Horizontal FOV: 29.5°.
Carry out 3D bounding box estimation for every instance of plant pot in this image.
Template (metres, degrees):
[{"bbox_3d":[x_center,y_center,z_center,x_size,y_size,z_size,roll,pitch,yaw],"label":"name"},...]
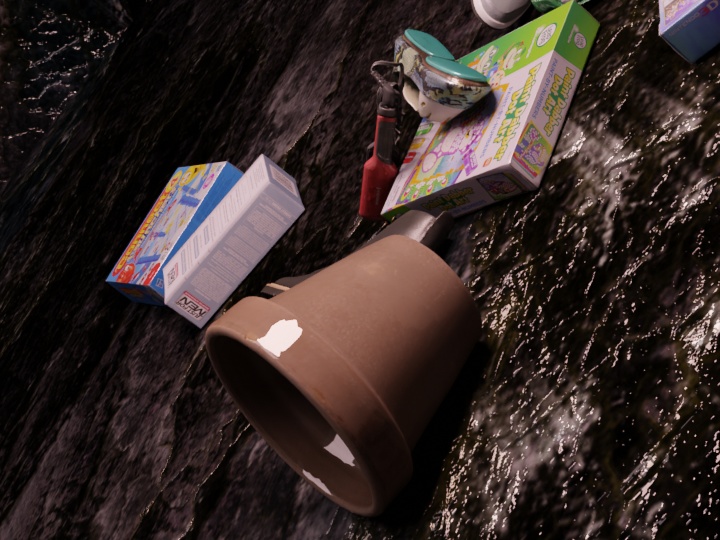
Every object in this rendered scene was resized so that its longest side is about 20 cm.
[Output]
[{"bbox_3d":[0.003,0.067,1.098,0.174,0.201,0.200,-42,19,-20],"label":"plant pot"}]

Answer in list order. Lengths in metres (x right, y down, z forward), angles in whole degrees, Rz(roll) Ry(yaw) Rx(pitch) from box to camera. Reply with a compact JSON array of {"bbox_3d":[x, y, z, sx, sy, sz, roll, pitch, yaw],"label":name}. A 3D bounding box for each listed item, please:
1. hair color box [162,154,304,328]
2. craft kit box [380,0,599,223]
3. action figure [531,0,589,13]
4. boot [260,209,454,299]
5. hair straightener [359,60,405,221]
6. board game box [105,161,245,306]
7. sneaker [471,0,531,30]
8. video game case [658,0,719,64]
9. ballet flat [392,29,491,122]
[{"bbox_3d":[-0.158,-0.036,1.677,0.200,0.061,0.099,-47,23,13],"label":"hair color box"},{"bbox_3d":[0.123,-0.143,1.314,0.197,0.048,0.201,-17,43,51],"label":"craft kit box"},{"bbox_3d":[0.240,-0.313,1.320,0.200,0.054,0.119,-40,29,38],"label":"action figure"},{"bbox_3d":[0.000,0.000,1.324,0.199,0.077,0.139,11,62,51],"label":"boot"},{"bbox_3d":[0.021,-0.140,1.362,0.201,0.041,0.077,87,-170,-51],"label":"hair straightener"},{"bbox_3d":[-0.248,-0.050,1.873,0.201,0.056,0.195,-60,24,-14],"label":"board game box"},{"bbox_3d":[0.195,-0.345,1.417,0.201,0.083,0.121,-61,15,-20],"label":"sneaker"},{"bbox_3d":[0.330,-0.287,1.114,0.200,0.045,0.182,-37,27,35],"label":"video game case"},{"bbox_3d":[0.076,-0.181,1.341,0.074,0.074,0.200,-49,22,10],"label":"ballet flat"}]
